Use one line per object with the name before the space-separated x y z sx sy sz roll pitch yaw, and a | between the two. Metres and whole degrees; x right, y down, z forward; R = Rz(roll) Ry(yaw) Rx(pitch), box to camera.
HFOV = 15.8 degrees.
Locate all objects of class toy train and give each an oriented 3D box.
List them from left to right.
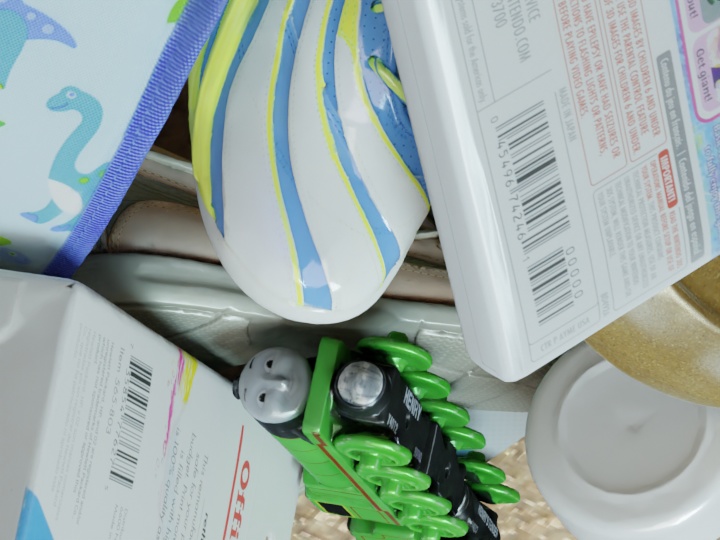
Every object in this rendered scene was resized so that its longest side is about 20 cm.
toy train | 0.008 0.060 0.811 0.056 0.042 0.200 8 163 16

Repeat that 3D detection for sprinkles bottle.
sprinkles bottle | 0.111 0.084 0.838 0.068 0.068 0.200 -16 152 13

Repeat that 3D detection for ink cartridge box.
ink cartridge box | -0.083 0.077 0.736 0.068 0.115 0.200 7 167 18

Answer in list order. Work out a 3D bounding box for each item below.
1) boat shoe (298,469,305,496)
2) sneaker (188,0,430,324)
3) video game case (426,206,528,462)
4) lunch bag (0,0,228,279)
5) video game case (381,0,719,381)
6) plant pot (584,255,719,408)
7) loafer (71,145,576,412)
boat shoe | -0.091 0.071 0.844 0.200 0.062 0.075 -15 171 -27
sneaker | 0.009 -0.088 0.648 0.076 0.200 0.105 13 169 -15
video game case | 0.057 -0.023 0.825 0.200 0.018 0.143 -37 122 27
lunch bag | -0.118 -0.095 0.639 0.170 0.127 0.200 20 121 -13
video game case | 0.083 -0.096 0.627 0.182 0.024 0.200 -31 126 -22
plant pot | 0.129 -0.055 0.718 0.200 0.027 0.200 -6 104 -26
loafer | 0.000 0.000 0.791 0.200 0.063 0.072 10 157 -29
